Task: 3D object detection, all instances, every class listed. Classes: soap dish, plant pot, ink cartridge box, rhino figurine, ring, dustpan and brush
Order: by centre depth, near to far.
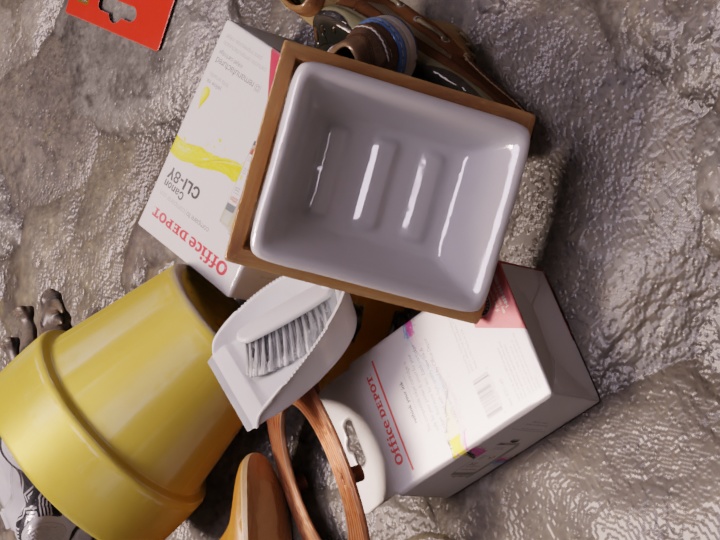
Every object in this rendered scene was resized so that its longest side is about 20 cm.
[{"bbox_3d":[0.011,-0.062,1.218,0.081,0.199,0.158,-156,81,-69],"label":"soap dish"},{"bbox_3d":[0.069,0.095,1.299,0.200,0.067,0.117,-36,61,30],"label":"ink cartridge box"},{"bbox_3d":[-0.030,0.022,1.306,0.199,0.057,0.140,-33,29,-5],"label":"dustpan and brush"},{"bbox_3d":[-0.030,0.165,1.345,0.200,0.019,0.201,163,90,-72],"label":"ring"},{"bbox_3d":[-0.177,0.104,1.447,0.189,0.201,0.201,-42,57,11],"label":"plant pot"},{"bbox_3d":[-0.086,-0.089,1.457,0.145,0.083,0.201,36,107,39],"label":"ink cartridge box"},{"bbox_3d":[-0.290,0.076,1.588,0.200,0.060,0.088,127,129,-58],"label":"rhino figurine"},{"bbox_3d":[-0.224,-0.331,1.646,0.162,0.057,0.201,26,96,41],"label":"ink cartridge box"}]

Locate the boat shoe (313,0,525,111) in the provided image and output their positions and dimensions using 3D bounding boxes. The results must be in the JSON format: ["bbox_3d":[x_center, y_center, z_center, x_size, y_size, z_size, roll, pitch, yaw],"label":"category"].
[{"bbox_3d":[0.056,-0.163,1.336,0.200,0.074,0.076,36,150,20],"label":"boat shoe"}]

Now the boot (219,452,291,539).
[{"bbox_3d":[-0.130,0.258,1.441,0.143,0.071,0.202,-7,86,30],"label":"boot"}]

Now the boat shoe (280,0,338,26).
[{"bbox_3d":[-0.060,-0.289,1.472,0.076,0.074,0.200,-46,56,26],"label":"boat shoe"}]

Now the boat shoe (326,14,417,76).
[{"bbox_3d":[-0.031,-0.109,1.307,0.072,0.072,0.200,43,127,23],"label":"boat shoe"}]

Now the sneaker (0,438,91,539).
[{"bbox_3d":[-0.315,0.193,1.594,0.115,0.075,0.201,19,123,42],"label":"sneaker"}]

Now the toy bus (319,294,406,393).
[{"bbox_3d":[0.000,0.000,1.379,0.078,0.065,0.201,20,97,43],"label":"toy bus"}]
